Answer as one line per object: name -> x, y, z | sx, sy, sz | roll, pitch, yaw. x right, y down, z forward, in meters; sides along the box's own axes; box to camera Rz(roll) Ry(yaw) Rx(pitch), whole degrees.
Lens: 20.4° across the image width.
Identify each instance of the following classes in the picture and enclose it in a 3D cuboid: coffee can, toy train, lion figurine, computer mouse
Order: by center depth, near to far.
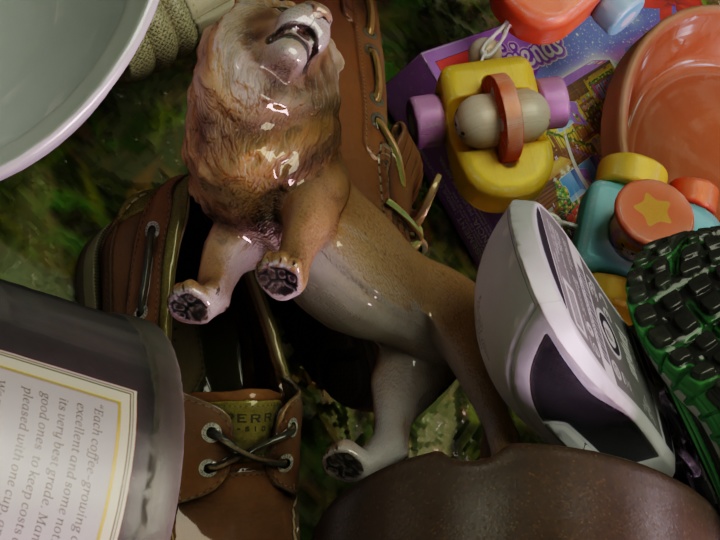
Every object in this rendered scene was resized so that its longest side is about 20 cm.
coffee can -> -0.172, 0.056, 0.592 | 0.199, 0.146, 0.147 | 19, 55, -26
lion figurine -> 0.000, 0.000, 0.727 | 0.200, 0.072, 0.123 | 53, 32, -25
computer mouse -> 0.084, 0.046, 0.731 | 0.200, 0.044, 0.110 | 49, 23, -44
toy train -> 0.108, -0.070, 0.845 | 0.150, 0.056, 0.200 | -35, 77, -17

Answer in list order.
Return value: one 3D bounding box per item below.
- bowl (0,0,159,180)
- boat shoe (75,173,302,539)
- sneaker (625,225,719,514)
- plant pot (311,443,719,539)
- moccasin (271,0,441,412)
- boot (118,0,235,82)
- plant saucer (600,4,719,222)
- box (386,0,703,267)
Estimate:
bowl -> -0.157, -0.106, 0.709 | 0.200, 0.090, 0.202 | -1, 75, 4
boat shoe -> -0.057, 0.061, 0.726 | 0.072, 0.068, 0.201 | -3, 67, -39
sneaker -> 0.146, 0.061, 0.729 | 0.077, 0.085, 0.201 | -10, 45, -2
plant pot -> 0.051, 0.178, 0.656 | 0.199, 0.200, 0.199 | 21, 50, -25
moccasin -> -0.003, -0.036, 0.826 | 0.077, 0.074, 0.202 | 3, 53, -24
boot -> -0.072, -0.154, 0.829 | 0.155, 0.073, 0.200 | -29, 41, -12
plant saucer -> 0.189, -0.028, 0.931 | 0.199, 0.032, 0.201 | 17, 58, -28
box -> 0.117, -0.058, 0.943 | 0.199, 0.039, 0.137 | -23, 81, -42
